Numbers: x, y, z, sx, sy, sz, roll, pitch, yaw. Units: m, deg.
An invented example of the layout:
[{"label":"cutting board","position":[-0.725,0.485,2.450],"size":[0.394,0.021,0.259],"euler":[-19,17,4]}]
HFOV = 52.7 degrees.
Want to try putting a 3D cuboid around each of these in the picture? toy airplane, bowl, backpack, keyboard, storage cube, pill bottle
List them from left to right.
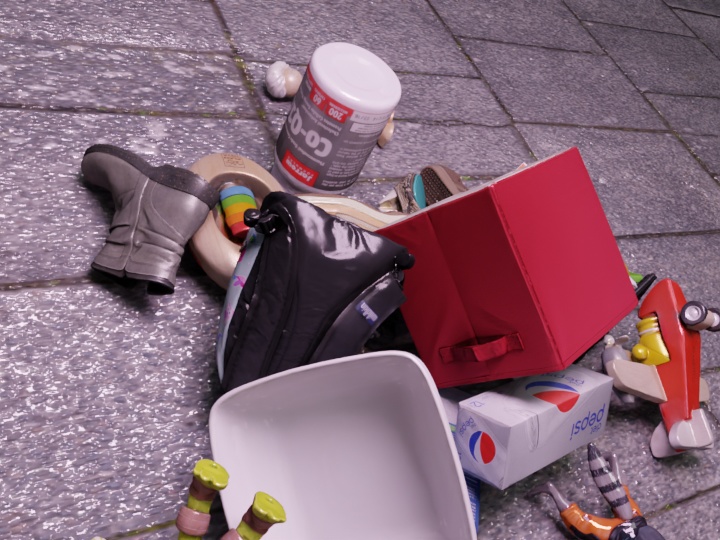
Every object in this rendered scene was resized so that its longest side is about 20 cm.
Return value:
[{"label":"backpack","position":[-0.058,0.044,0.700],"size":[0.166,0.127,0.201],"euler":[23,87,-6]},{"label":"pill bottle","position":[-0.040,-0.166,0.897],"size":[0.113,0.200,0.114],"euler":[15,46,-17]},{"label":"bowl","position":[-0.011,0.171,0.600],"size":[0.075,0.199,0.201],"euler":[-5,80,-77]},{"label":"storage cube","position":[0.150,-0.002,0.757],"size":[0.200,0.170,0.181],"euler":[-27,95,-43]},{"label":"keyboard","position":[0.287,0.084,0.909],"size":[0.200,0.127,0.021],"euler":[-37,68,-20]},{"label":"toy airplane","position":[0.381,0.138,0.931],"size":[0.199,0.141,0.201],"euler":[-45,117,-36]}]

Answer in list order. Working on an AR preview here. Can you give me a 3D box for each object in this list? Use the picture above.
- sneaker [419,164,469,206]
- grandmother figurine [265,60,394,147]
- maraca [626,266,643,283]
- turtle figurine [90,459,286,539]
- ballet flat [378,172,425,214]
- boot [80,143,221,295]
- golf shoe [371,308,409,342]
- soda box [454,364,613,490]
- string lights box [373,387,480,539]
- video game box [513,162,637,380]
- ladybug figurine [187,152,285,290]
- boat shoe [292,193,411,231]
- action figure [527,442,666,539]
[{"label":"sneaker","position":[0.154,-0.072,1.019],"size":[0.075,0.071,0.201],"euler":[-1,54,-36]},{"label":"grandmother figurine","position":[-0.047,-0.254,1.077],"size":[0.199,0.061,0.122],"euler":[20,36,-17]},{"label":"maraca","position":[0.314,0.008,1.010],"size":[0.137,0.108,0.199],"euler":[19,17,34]},{"label":"turtle figurine","position":[-0.122,0.241,0.555],"size":[0.199,0.162,0.064],"euler":[30,-2,16]},{"label":"ballet flat","position":[0.059,-0.069,0.959],"size":[0.075,0.068,0.200],"euler":[-16,34,5]},{"label":"boot","position":[-0.250,-0.054,0.764],"size":[0.199,0.068,0.131],"euler":[18,73,30]},{"label":"golf shoe","position":[0.000,0.000,0.877],"size":[0.094,0.078,0.200],"euler":[-5,55,-54]},{"label":"soda box","position":[0.180,0.151,0.743],"size":[0.199,0.069,0.063],"euler":[-9,19,-44]},{"label":"string lights box","position":[0.064,0.206,0.726],"size":[0.102,0.059,0.201],"euler":[23,44,-9]},{"label":"video game box","position":[0.202,0.002,0.900],"size":[0.200,0.182,0.047],"euler":[53,18,22]},{"label":"ladybug figurine","position":[-0.141,-0.051,0.830],"size":[0.135,0.072,0.201],"euler":[2,52,-27]},{"label":"boat shoe","position":[-0.006,-0.030,0.787],"size":[0.199,0.072,0.077],"euler":[6,61,-23]},{"label":"action figure","position":[0.258,0.285,0.737],"size":[0.199,0.105,0.194],"euler":[-5,44,-36]}]
